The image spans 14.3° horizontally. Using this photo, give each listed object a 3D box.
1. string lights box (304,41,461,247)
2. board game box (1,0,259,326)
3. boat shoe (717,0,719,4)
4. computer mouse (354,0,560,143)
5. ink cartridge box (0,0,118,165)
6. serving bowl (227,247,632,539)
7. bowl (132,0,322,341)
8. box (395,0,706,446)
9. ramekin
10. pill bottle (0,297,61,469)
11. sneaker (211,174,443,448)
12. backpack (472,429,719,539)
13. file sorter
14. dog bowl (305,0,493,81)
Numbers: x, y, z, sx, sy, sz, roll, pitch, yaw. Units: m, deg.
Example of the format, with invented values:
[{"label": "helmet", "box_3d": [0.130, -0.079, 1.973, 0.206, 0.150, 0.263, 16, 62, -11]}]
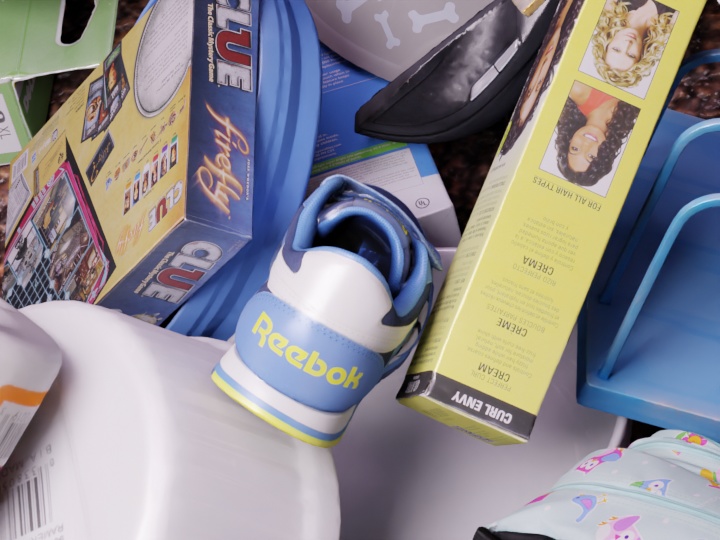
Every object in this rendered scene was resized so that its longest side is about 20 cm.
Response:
[{"label": "string lights box", "box_3d": [-0.021, -0.057, 1.409, 0.102, 0.059, 0.201, -18, 42, -1]}, {"label": "board game box", "box_3d": [-0.108, -0.033, 1.311, 0.034, 0.200, 0.136, 16, 57, -26]}, {"label": "boat shoe", "box_3d": [0.227, -0.117, 1.180, 0.199, 0.062, 0.072, 3, 49, -44]}, {"label": "computer mouse", "box_3d": [0.078, -0.108, 1.290, 0.200, 0.046, 0.140, -38, 1, 13]}, {"label": "ink cartridge box", "box_3d": [-0.216, -0.106, 1.529, 0.199, 0.060, 0.104, -8, 42, 10]}, {"label": "serving bowl", "box_3d": [0.024, 0.082, 1.240, 0.199, 0.066, 0.201, -10, 42, 9]}, {"label": "bowl", "box_3d": [-0.077, -0.049, 1.343, 0.039, 0.201, 0.201, 16, 34, -26]}, {"label": "box", "box_3d": [0.077, -0.030, 1.167, 0.050, 0.075, 0.201, 23, 82, -5]}, {"label": "ramekin", "box_3d": [-0.114, 0.110, 1.169, 0.200, 0.098, 0.202, -19, 59, 34]}, {"label": "pill bottle", "box_3d": [-0.212, 0.089, 1.116, 0.114, 0.114, 0.201, 34, 94, 42]}, {"label": "sneaker", "box_3d": [0.000, 0.000, 1.188, 0.074, 0.083, 0.200, 26, 23, -2]}, {"label": "backpack", "box_3d": [0.136, 0.148, 1.082, 0.126, 0.168, 0.199, -24, 35, -37]}, {"label": "file sorter", "box_3d": [0.177, -0.034, 1.224, 0.138, 0.123, 0.201, 16, 40, -9]}, {"label": "dog bowl", "box_3d": [0.062, -0.164, 1.444, 0.199, 0.059, 0.201, 6, 39, -5]}]
